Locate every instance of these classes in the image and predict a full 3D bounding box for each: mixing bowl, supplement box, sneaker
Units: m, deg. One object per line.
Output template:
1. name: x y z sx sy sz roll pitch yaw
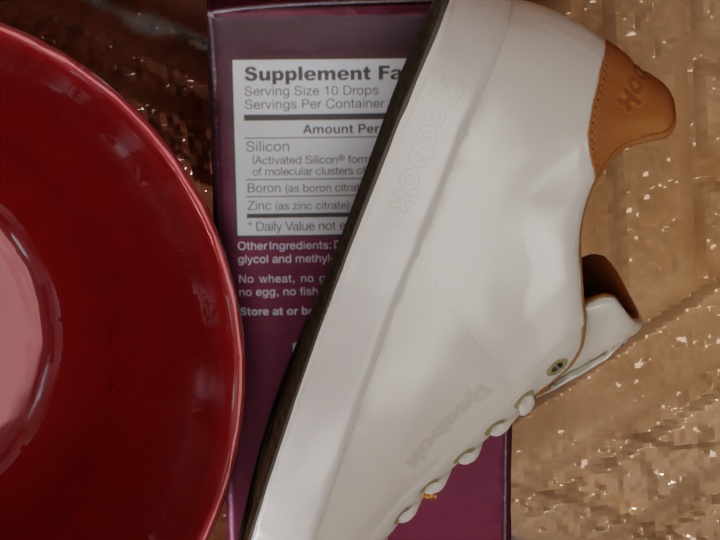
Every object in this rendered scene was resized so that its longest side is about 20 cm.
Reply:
1. mixing bowl: -0.135 0.025 0.747 0.199 0.108 0.202 -1 95 -8
2. supplement box: 0.000 0.000 0.784 0.085 0.110 0.201 -2 113 -1
3. sneaker: 0.024 0.030 0.697 0.084 0.073 0.201 20 109 -7
